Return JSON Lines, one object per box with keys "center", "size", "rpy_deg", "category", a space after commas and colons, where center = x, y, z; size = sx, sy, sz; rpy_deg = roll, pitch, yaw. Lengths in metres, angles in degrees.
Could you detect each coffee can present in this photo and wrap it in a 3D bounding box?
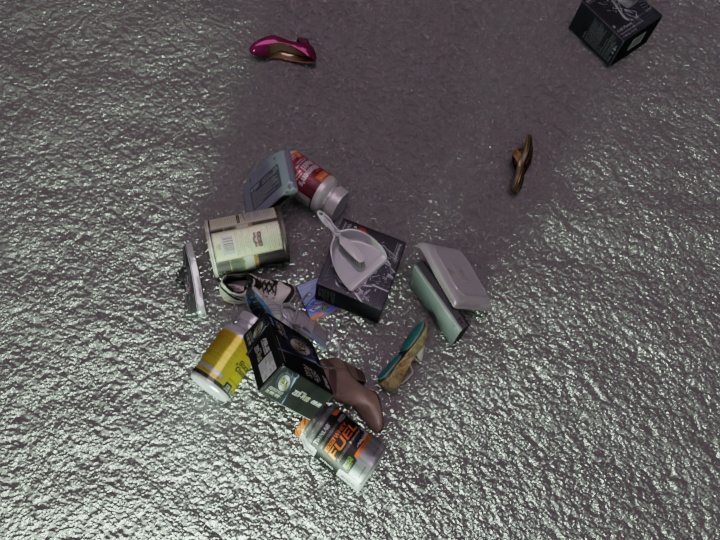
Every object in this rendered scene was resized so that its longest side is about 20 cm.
{"center": [-0.290, -0.075, 1.648], "size": [0.195, 0.147, 0.149], "rpy_deg": [-12, 68, -10], "category": "coffee can"}

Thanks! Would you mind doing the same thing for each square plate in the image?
{"center": [0.253, 0.013, 1.654], "size": [0.196, 0.028, 0.203], "rpy_deg": [9, 47, -51], "category": "square plate"}

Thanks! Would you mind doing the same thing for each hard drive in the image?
{"center": [0.196, 0.083, 1.633], "size": [0.032, 0.140, 0.202], "rpy_deg": [-30, 73, -13], "category": "hard drive"}

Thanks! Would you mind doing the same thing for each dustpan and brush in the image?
{"center": [-0.041, -0.067, 1.584], "size": [0.139, 0.057, 0.200], "rpy_deg": [-40, 75, -20], "category": "dustpan and brush"}

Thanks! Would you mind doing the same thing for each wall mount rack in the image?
{"center": [-0.106, 0.142, 1.557], "size": [0.199, 0.075, 0.175], "rpy_deg": [39, 25, -16], "category": "wall mount rack"}

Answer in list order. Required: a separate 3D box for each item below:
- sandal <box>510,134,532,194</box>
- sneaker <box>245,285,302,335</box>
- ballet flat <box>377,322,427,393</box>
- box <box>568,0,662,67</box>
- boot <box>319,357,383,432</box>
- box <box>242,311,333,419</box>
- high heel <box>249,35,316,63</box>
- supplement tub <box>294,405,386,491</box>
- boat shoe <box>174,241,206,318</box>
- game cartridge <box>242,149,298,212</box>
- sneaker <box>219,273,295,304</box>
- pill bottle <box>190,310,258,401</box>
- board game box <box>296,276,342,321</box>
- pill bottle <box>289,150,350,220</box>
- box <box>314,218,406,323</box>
{"center": [0.464, -0.316, 1.877], "size": [0.053, 0.081, 0.203], "rpy_deg": [14, 69, 24], "category": "sandal"}
{"center": [-0.207, 0.110, 1.608], "size": [0.201, 0.074, 0.087], "rpy_deg": [52, 55, -12], "category": "sneaker"}
{"center": [0.119, 0.223, 1.614], "size": [0.070, 0.071, 0.201], "rpy_deg": [36, 67, 10], "category": "ballet flat"}
{"center": [0.829, -0.810, 2.092], "size": [0.198, 0.125, 0.198], "rpy_deg": [-34, 72, -18], "category": "box"}
{"center": [-0.036, 0.293, 1.519], "size": [0.144, 0.071, 0.202], "rpy_deg": [15, 31, -35], "category": "boot"}
{"center": [-0.167, 0.215, 1.461], "size": [0.086, 0.163, 0.201], "rpy_deg": [-45, 36, 10], "category": "box"}
{"center": [-0.233, -0.660, 1.944], "size": [0.196, 0.068, 0.098], "rpy_deg": [-15, 58, -15], "category": "high heel"}
{"center": [-0.048, 0.400, 1.484], "size": [0.198, 0.123, 0.123], "rpy_deg": [35, 68, 10], "category": "supplement tub"}
{"center": [-0.441, 0.027, 1.637], "size": [0.065, 0.070, 0.205], "rpy_deg": [-11, 76, -12], "category": "boat shoe"}
{"center": [-0.241, -0.225, 1.706], "size": [0.041, 0.199, 0.136], "rpy_deg": [12, 57, -41], "category": "game cartridge"}
{"center": [-0.262, 0.050, 1.630], "size": [0.195, 0.088, 0.077], "rpy_deg": [1, 64, -7], "category": "sneaker"}
{"center": [-0.310, 0.202, 1.546], "size": [0.111, 0.112, 0.202], "rpy_deg": [30, 68, 8], "category": "pill bottle"}
{"center": [-0.060, 0.052, 1.687], "size": [0.196, 0.020, 0.104], "rpy_deg": [-22, 69, -14], "category": "board game box"}
{"center": [-0.131, -0.230, 1.751], "size": [0.198, 0.110, 0.110], "rpy_deg": [35, 68, 10], "category": "pill bottle"}
{"center": [0.000, 0.000, 1.649], "size": [0.178, 0.105, 0.203], "rpy_deg": [20, 66, 2], "category": "box"}
